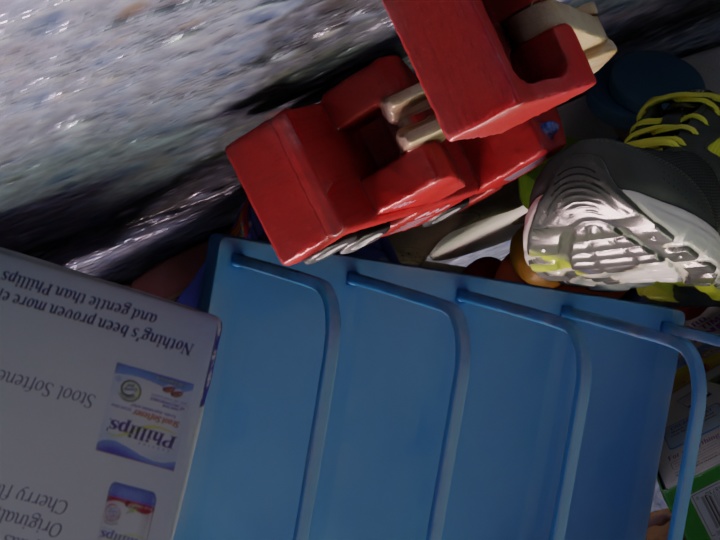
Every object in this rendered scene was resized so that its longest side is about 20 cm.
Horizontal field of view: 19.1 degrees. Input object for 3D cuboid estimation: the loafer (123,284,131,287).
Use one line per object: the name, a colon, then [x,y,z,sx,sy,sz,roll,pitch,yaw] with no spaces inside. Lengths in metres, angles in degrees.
loafer: [-0.088,0.040,1.031,0.070,0.070,0.199,-26,174,35]

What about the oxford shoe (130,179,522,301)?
oxford shoe: [0.000,0.000,0.975,0.198,0.075,0.070,-23,174,-1]

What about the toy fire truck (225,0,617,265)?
toy fire truck: [0.034,-0.056,0.708,0.140,0.049,0.200,-29,174,29]

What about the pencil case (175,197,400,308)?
pencil case: [-0.056,0.056,0.900,0.078,0.087,0.201,14,123,-36]

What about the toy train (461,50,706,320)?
toy train: [0.078,-0.004,0.909,0.200,0.084,0.116,-37,144,-36]

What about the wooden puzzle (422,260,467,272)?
wooden puzzle: [-0.031,0.050,1.158,0.185,0.037,0.200,-43,-164,-18]

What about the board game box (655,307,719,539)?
board game box: [0.190,0.037,0.936,0.152,0.041,0.200,-27,-162,8]

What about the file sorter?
file sorter: [0.045,0.076,0.770,0.198,0.140,0.123,9,-177,-23]

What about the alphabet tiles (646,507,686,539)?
alphabet tiles: [0.111,0.151,0.870,0.199,0.008,0.168,-22,-157,39]

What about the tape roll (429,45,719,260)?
tape roll: [0.120,-0.060,1.091,0.201,0.037,0.203,-22,174,-2]

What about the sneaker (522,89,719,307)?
sneaker: [0.117,-0.034,0.839,0.074,0.086,0.200,-2,171,25]

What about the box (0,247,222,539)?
box: [-0.137,0.113,0.770,0.104,0.202,0.184,17,164,-12]
